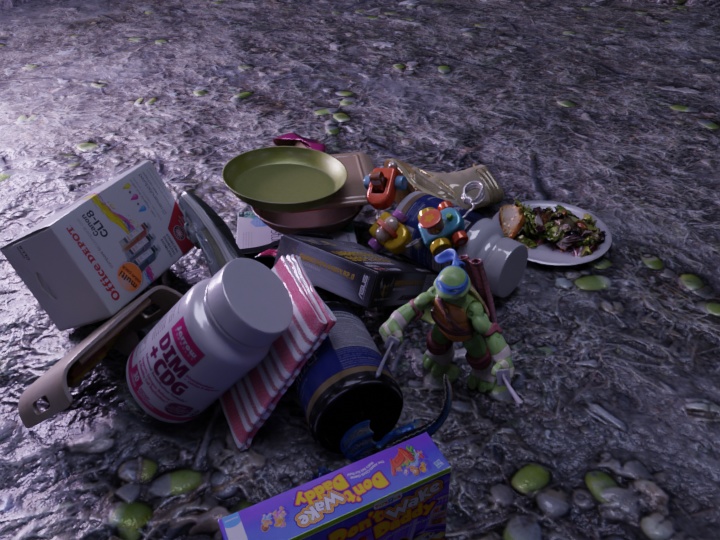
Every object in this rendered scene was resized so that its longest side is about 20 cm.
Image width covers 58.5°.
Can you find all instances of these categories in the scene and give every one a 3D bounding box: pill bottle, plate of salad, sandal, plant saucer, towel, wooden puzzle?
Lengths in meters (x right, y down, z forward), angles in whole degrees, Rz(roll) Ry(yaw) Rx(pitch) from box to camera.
[{"bbox_3d":[-0.172,0.080,0.734,0.113,0.200,0.114,32,35,-26],"label":"pill bottle"},{"bbox_3d":[0.317,-0.075,1.072,0.197,0.049,0.201,-1,35,1],"label":"plate of salad"},{"bbox_3d":[-0.033,0.110,0.777,0.110,0.113,0.201,-13,37,-15],"label":"pill bottle"},{"bbox_3d":[-0.133,-0.008,0.983,0.197,0.076,0.045,-12,33,-1],"label":"sandal"},{"bbox_3d":[-0.087,-0.112,1.095,0.197,0.035,0.201,-2,34,1],"label":"plant saucer"},{"bbox_3d":[0.147,-0.038,0.973,0.199,0.112,0.110,28,45,35],"label":"pill bottle"},{"bbox_3d":[-0.109,0.094,0.768,0.030,0.201,0.147,23,19,-36],"label":"towel"},{"bbox_3d":[-0.065,-0.147,1.091,0.197,0.038,0.186,-1,35,-8],"label":"wooden puzzle"},{"bbox_3d":[-0.119,-0.142,1.018,0.197,0.031,0.201,3,34,-2],"label":"plant saucer"}]

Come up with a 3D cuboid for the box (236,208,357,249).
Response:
[{"bbox_3d":[-0.108,-0.058,1.078,0.197,0.037,0.145,-5,35,-6],"label":"box"}]

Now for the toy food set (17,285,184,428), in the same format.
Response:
[{"bbox_3d":[-0.319,0.108,0.803,0.143,0.061,0.200,-27,18,41],"label":"toy food set"}]

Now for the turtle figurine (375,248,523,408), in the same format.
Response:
[{"bbox_3d":[0.098,0.098,0.737,0.142,0.195,0.203,-13,59,9],"label":"turtle figurine"}]

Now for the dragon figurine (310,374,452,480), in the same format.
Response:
[{"bbox_3d":[0.019,0.184,0.636,0.098,0.201,0.059,4,46,-32],"label":"dragon figurine"}]

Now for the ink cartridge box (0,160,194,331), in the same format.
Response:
[{"bbox_3d":[-0.368,-0.035,0.926,0.143,0.147,0.200,-14,25,36],"label":"ink cartridge box"}]

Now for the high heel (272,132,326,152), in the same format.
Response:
[{"bbox_3d":[-0.122,-0.230,1.289,0.095,0.068,0.200,1,20,-13],"label":"high heel"}]

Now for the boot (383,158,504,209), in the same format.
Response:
[{"bbox_3d":[0.148,-0.160,1.175,0.154,0.074,0.200,-22,42,-25],"label":"boot"}]

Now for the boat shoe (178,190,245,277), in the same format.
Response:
[{"bbox_3d":[-0.212,-0.025,0.934,0.064,0.203,0.074,-34,-4,3],"label":"boat shoe"}]

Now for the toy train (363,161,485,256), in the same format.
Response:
[{"bbox_3d":[0.074,-0.098,0.939,0.198,0.056,0.152,10,73,32],"label":"toy train"}]

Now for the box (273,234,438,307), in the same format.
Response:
[{"bbox_3d":[0.000,0.000,0.901,0.157,0.049,0.199,22,9,28],"label":"box"}]

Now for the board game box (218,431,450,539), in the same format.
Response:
[{"bbox_3d":[-0.017,0.241,0.576,0.197,0.136,0.045,-17,38,-20],"label":"board game box"}]
